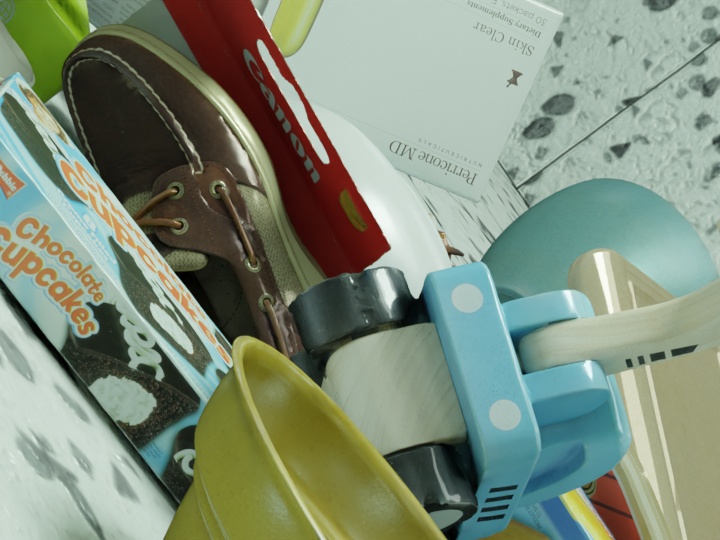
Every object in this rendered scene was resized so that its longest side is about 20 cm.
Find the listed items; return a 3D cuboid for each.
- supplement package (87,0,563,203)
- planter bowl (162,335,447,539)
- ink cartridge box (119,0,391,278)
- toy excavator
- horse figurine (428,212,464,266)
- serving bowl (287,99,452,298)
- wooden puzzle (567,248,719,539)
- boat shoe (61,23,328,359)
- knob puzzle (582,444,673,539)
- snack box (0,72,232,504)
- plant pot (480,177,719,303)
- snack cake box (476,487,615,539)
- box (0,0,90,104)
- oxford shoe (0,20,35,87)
[{"bbox_3d":[-0.024,-0.134,1.528,0.200,0.111,0.156,21,7,-21],"label":"supplement package"},{"bbox_3d":[-0.013,0.125,0.963,0.200,0.083,0.200,53,7,-9],"label":"planter bowl"},{"bbox_3d":[-0.061,-0.050,1.321,0.161,0.050,0.200,60,-13,2],"label":"ink cartridge box"},{"bbox_3d":[0.081,0.034,1.109,0.194,0.200,0.100,105,-31,-67],"label":"toy excavator"},{"bbox_3d":[-0.053,-0.053,1.549,0.200,0.050,0.133,19,26,-31],"label":"horse figurine"},{"bbox_3d":[0.000,0.000,1.426,0.200,0.066,0.200,57,-16,25],"label":"serving bowl"},{"bbox_3d":[0.164,0.098,1.457,0.200,0.037,0.185,25,50,-57],"label":"wooden puzzle"},{"bbox_3d":[-0.075,-0.014,1.260,0.072,0.072,0.200,-32,92,-52],"label":"boat shoe"},{"bbox_3d":[0.090,0.140,1.284,0.220,0.030,0.220,171,-90,-68],"label":"knob puzzle"},{"bbox_3d":[-0.094,0.017,1.145,0.200,0.037,0.116,52,7,-10],"label":"snack box"},{"bbox_3d":[0.151,0.042,2.135,0.135,0.200,0.200,-16,65,-44],"label":"plant pot"},{"bbox_3d":[0.077,0.179,1.171,0.200,0.115,0.067,57,8,31],"label":"snack cake box"},{"bbox_3d":[-0.201,-0.174,1.333,0.200,0.048,0.122,52,7,-21],"label":"box"},{"bbox_3d":[-0.195,-0.151,1.224,0.200,0.058,0.075,52,4,-26],"label":"oxford shoe"}]
